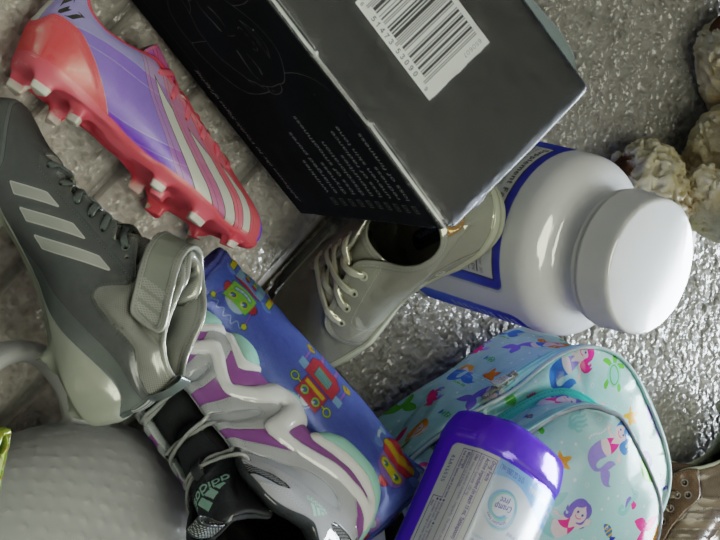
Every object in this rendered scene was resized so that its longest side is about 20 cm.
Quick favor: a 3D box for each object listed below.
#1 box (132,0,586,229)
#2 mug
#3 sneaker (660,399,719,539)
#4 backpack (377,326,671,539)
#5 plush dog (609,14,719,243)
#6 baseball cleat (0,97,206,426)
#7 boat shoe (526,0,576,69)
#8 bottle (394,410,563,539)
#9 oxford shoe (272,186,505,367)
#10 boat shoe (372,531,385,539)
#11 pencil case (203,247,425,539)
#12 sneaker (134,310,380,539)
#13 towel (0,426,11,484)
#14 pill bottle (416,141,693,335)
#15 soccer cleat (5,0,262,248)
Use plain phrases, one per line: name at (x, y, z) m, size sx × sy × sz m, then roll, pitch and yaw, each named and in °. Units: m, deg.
box at (-0.012, -0.137, 1.341) m, size 0.124 × 0.196 × 0.200 m, roll -45°, pitch 110°, yaw -17°
mug at (-0.185, 0.138, 1.351) m, size 0.175 × 0.147 × 0.201 m, roll -30°, pitch 114°, yaw -49°
sneaker at (0.220, 0.176, 1.702) m, size 0.200 × 0.070 × 0.076 m, roll -45°, pitch 104°, yaw -20°
backpack at (0.109, 0.138, 1.559) m, size 0.200 × 0.150 × 0.178 m, roll -37°, pitch 115°, yaw -27°
plush dog at (0.286, -0.064, 1.603) m, size 0.200 × 0.172 × 0.160 m, roll -53°, pitch 125°, yaw -12°
baseball cleat at (-0.143, -0.017, 1.326) m, size 0.106 × 0.201 × 0.070 m, roll -24°, pitch 166°, yaw 13°
boat shoe at (0.049, -0.174, 1.481) m, size 0.071 × 0.091 × 0.201 m, roll -33°, pitch 92°, yaw -23°
bottle at (0.050, 0.185, 1.403) m, size 0.084 × 0.065 × 0.201 m, roll 41°, pitch 68°, yaw -45°
oxford shoe at (0.000, 0.000, 1.434) m, size 0.058 × 0.200 × 0.075 m, roll 1°, pitch 62°, yaw -48°
boat shoe at (-0.028, 0.195, 1.520) m, size 0.067 × 0.073 × 0.201 m, roll -18°, pitch 113°, yaw -32°
pencil case at (-0.050, 0.082, 1.435) m, size 0.200 × 0.087 × 0.078 m, roll 49°, pitch 43°, yaw -8°
sneaker at (-0.083, 0.103, 1.329) m, size 0.200 × 0.140 × 0.078 m, roll 36°, pitch 117°, yaw -3°
towel at (-0.262, 0.130, 1.274) m, size 0.023 × 0.199 × 0.144 m, roll -10°, pitch 106°, yaw -53°
pill bottle at (0.099, -0.024, 1.460) m, size 0.112 × 0.200 × 0.113 m, roll -18°, pitch 115°, yaw -43°
soccer cleat at (-0.117, -0.085, 1.391) m, size 0.200 × 0.067 × 0.077 m, roll 40°, pitch 74°, yaw -33°
